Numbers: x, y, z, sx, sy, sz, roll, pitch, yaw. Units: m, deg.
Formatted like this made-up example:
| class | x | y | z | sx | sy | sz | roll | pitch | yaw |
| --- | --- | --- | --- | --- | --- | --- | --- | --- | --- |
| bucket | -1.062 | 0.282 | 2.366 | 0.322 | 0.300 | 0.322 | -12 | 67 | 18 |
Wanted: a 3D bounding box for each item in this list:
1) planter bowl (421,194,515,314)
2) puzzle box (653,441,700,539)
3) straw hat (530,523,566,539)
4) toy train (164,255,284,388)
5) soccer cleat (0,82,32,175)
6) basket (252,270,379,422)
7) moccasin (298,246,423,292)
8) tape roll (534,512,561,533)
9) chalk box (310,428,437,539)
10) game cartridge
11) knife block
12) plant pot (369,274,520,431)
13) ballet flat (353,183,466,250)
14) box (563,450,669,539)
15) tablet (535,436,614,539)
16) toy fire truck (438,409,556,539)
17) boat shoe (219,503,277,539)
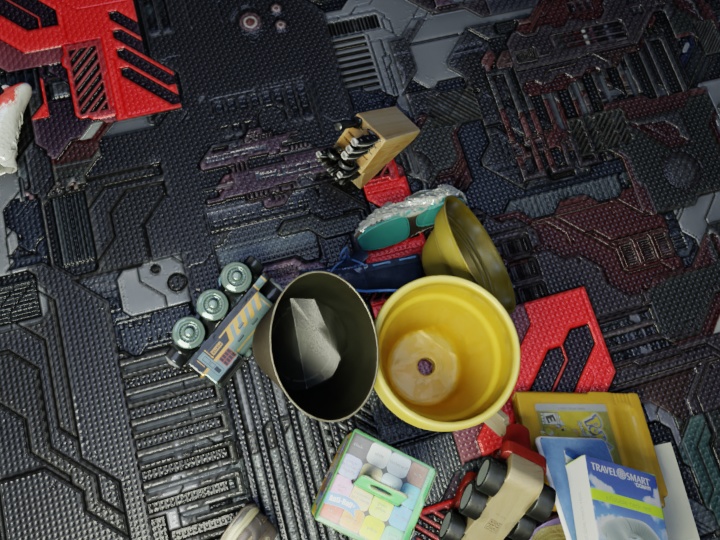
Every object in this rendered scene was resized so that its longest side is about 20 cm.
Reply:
| class | x | y | z | sx | sy | sz | roll | pitch | yaw |
| --- | --- | --- | --- | --- | --- | --- | --- | --- | --- |
| planter bowl | 0.151 | -0.008 | 1.017 | 0.083 | 0.200 | 0.202 | -30 | 77 | 25 |
| puzzle box | 0.427 | 0.368 | 0.991 | 0.131 | 0.025 | 0.202 | -9 | 76 | -6 |
| straw hat | 0.256 | 0.424 | 0.832 | 0.200 | 0.085 | 0.202 | 26 | 36 | -21 |
| toy train | -0.196 | 0.076 | 0.991 | 0.114 | 0.085 | 0.201 | 41 | 72 | -7 |
| soccer cleat | -0.561 | -0.200 | 1.041 | 0.085 | 0.069 | 0.201 | 31 | 77 | -5 |
| basket | -0.073 | 0.100 | 0.890 | 0.135 | 0.200 | 0.183 | -12 | 88 | -19 |
| moccasin | 0.000 | 0.000 | 1.033 | 0.198 | 0.080 | 0.069 | 0 | 89 | -18 |
| tape roll | 0.293 | 0.438 | 0.916 | 0.197 | 0.085 | 0.203 | -1 | 77 | 3 |
| chalk box | 0.016 | 0.295 | 0.883 | 0.123 | 0.200 | 0.125 | 26 | 74 | 3 |
| game cartridge | 0.334 | 0.261 | 0.978 | 0.197 | 0.033 | 0.178 | 1 | 53 | -4 |
| knife block | 0.018 | -0.210 | 1.035 | 0.064 | 0.176 | 0.200 | 45 | 75 | 7 |
| plant pot | 0.103 | 0.126 | 0.944 | 0.198 | 0.189 | 0.203 | 1 | 75 | -4 |
| ballet flat | 0.074 | -0.089 | 1.074 | 0.198 | 0.072 | 0.072 | -19 | 77 | -12 |
| box | 0.331 | 0.327 | 0.848 | 0.121 | 0.048 | 0.202 | 19 | 47 | -15 |
| tablet | 0.311 | 0.318 | 0.887 | 0.129 | 0.014 | 0.202 | 8 | 49 | -24 |
| toy fire truck | 0.181 | 0.280 | 0.946 | 0.128 | 0.177 | 0.200 | 25 | 31 | 2 |
| boat shoe | -0.185 | 0.416 | 0.897 | 0.073 | 0.075 | 0.201 | 35 | 76 | 5 |
